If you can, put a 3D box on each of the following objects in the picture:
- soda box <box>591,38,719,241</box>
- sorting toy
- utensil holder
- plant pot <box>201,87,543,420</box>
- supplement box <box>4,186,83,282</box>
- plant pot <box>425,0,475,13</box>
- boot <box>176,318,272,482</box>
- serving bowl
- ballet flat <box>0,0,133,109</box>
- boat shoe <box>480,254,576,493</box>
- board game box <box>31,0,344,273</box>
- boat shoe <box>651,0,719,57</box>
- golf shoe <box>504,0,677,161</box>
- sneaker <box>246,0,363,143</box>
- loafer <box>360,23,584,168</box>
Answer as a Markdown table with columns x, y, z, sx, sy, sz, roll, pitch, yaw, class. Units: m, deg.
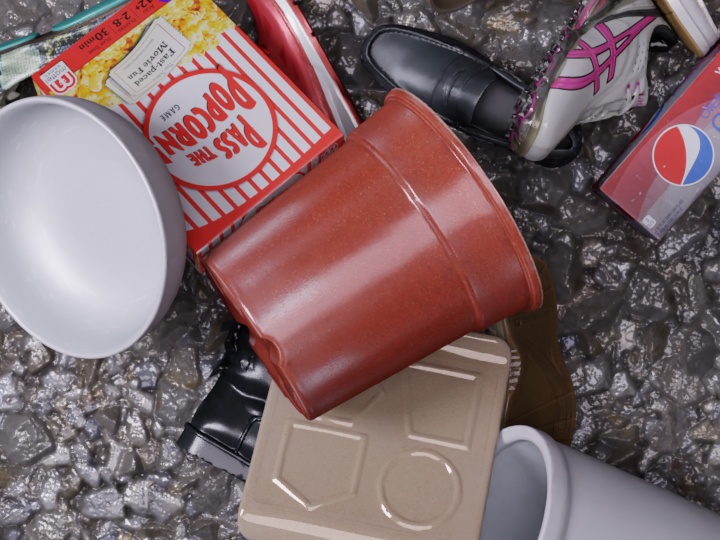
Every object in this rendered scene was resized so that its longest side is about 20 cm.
| x | y | z | sx | sy | sz | roll | pitch | yaw | class |
| --- | --- | --- | --- | --- | --- | --- | --- | --- | --- |
| 0.281 | -0.121 | 1.278 | 0.070 | 0.063 | 0.200 | 41 | 93 | -1 | soda box |
| 0.014 | 0.133 | 1.230 | 0.185 | 0.036 | 0.200 | 11 | 67 | 4 | sorting toy |
| 0.181 | 0.232 | 1.226 | 0.200 | 0.170 | 0.170 | 23 | 94 | -20 | utensil holder |
| 0.000 | 0.000 | 1.175 | 0.195 | 0.201 | 0.201 | -34 | 91 | -8 | plant pot |
| -0.243 | -0.043 | 1.283 | 0.200 | 0.110 | 0.086 | 17 | 94 | 2 | supplement box |
| 0.050 | -0.340 | 1.233 | 0.200 | 0.187 | 0.187 | 44 | 94 | 13 | plant pot |
| -0.042 | 0.112 | 1.306 | 0.198 | 0.073 | 0.163 | 28 | 88 | -1 | boot |
| -0.202 | -0.038 | 1.168 | 0.200 | 0.066 | 0.200 | 13 | 114 | 32 | serving bowl |
| -0.249 | -0.177 | 1.304 | 0.200 | 0.074 | 0.074 | -20 | 92 | 9 | ballet flat |
| 0.132 | 0.084 | 1.303 | 0.073 | 0.063 | 0.200 | -5 | 95 | -28 | boat shoe |
| -0.134 | -0.120 | 1.225 | 0.151 | 0.046 | 0.200 | -41 | 77 | -15 | board game box |
| 0.250 | -0.272 | 1.267 | 0.069 | 0.071 | 0.200 | -27 | 90 | 4 | boat shoe |
| 0.187 | -0.153 | 1.237 | 0.092 | 0.073 | 0.200 | 35 | 59 | 0 | golf shoe |
| -0.074 | -0.142 | 1.288 | 0.115 | 0.078 | 0.200 | -30 | 90 | 3 | sneaker |
| 0.093 | -0.147 | 1.282 | 0.200 | 0.070 | 0.068 | 28 | 94 | 1 | loafer |
